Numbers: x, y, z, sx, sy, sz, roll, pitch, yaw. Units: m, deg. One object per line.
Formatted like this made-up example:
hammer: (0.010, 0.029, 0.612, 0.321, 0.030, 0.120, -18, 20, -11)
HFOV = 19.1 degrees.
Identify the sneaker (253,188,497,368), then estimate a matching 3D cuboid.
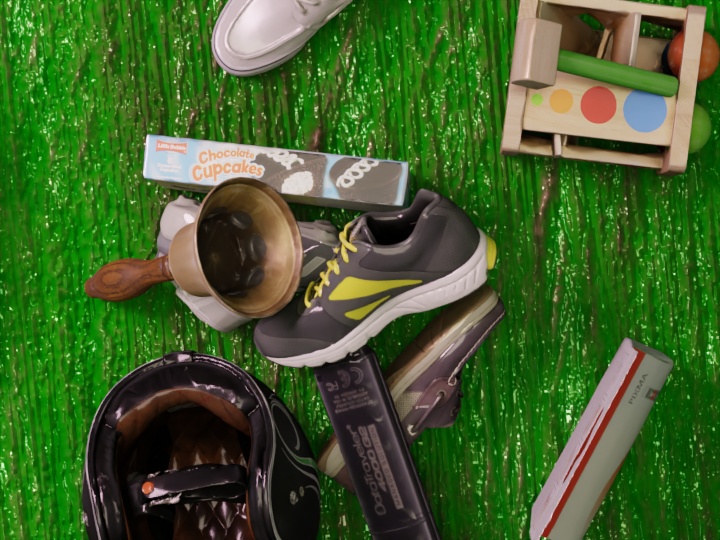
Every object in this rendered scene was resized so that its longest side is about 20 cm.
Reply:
sneaker: (0.000, 0.000, 1.601, 0.199, 0.075, 0.085, -27, 121, 13)

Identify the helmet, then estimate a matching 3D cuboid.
helmet: (-0.119, 0.176, 1.628, 0.198, 0.191, 0.201, -4, 56, 6)

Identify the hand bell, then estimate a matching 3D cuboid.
hand bell: (-0.145, -0.001, 1.637, 0.199, 0.104, 0.105, -14, 91, 47)

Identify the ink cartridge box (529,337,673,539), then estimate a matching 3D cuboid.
ink cartridge box: (0.184, 0.133, 1.604, 0.050, 0.200, 0.163, 28, 93, 1)

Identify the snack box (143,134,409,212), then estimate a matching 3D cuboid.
snack box: (-0.061, -0.073, 1.652, 0.198, 0.116, 0.037, 6, 88, 2)

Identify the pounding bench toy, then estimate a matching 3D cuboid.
pounding bench toy: (0.189, -0.141, 1.596, 0.155, 0.200, 0.125, 8, 92, 3)

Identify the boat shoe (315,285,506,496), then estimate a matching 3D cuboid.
boat shoe: (0.049, 0.098, 1.678, 0.065, 0.072, 0.200, 42, 99, -7)

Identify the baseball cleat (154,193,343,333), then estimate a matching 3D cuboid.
baseball cleat: (-0.065, 0.003, 1.688, 0.198, 0.070, 0.107, 14, 100, 11)

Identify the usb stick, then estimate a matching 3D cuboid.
usb stick: (0.017, 0.153, 1.643, 0.055, 0.033, 0.201, -15, 102, 21)

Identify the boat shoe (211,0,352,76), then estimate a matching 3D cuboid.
boat shoe: (-0.036, -0.226, 1.672, 0.199, 0.066, 0.072, -34, 90, 3)
